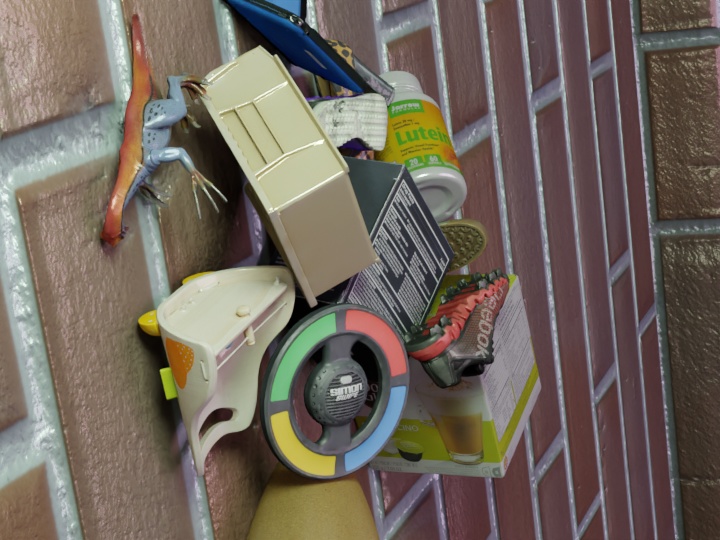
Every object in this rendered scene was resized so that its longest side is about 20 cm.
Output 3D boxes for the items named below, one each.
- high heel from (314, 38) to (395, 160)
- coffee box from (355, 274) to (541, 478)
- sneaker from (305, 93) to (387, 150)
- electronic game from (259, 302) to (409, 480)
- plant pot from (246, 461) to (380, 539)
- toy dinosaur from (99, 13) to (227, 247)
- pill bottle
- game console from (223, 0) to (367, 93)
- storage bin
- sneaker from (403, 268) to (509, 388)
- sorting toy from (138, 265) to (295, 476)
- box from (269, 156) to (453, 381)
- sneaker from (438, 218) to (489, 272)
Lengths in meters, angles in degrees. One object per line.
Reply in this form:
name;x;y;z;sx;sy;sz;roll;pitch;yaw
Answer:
high heel;-0.043;-0.186;1.791;0.142;0.071;0.200;34;68;-36
coffee box;0.111;0.137;1.919;0.200;0.199;0.198;-56;138;-50
sneaker;-0.041;-0.181;1.712;0.200;0.099;0.070;-6;100;-62
electronic game;-0.026;0.134;1.569;0.200;0.042;0.200;-9;106;-35
plant pot;-0.055;0.311;1.601;0.186;0.186;0.200;59;22;-48
toy dinosaur;-0.220;-0.117;1.391;0.200;0.105;0.182;46;49;-5
pill bottle;0.063;-0.165;1.879;0.111;0.111;0.200;52;18;-53
game console;-0.070;-0.316;1.649;0.118;0.171;0.200;-61;151;-2
storage bin;-0.077;-0.102;1.503;0.199;0.094;0.200;58;-5;30
sneaker;0.131;0.074;1.742;0.200;0.071;0.098;-44;110;-44
sorting toy;-0.150;0.110;1.474;0.200;0.107;0.180;-46;138;-59
box;0.000;0.000;1.719;0.199;0.123;0.200;-64;147;-23
sneaker;0.087;-0.028;1.891;0.067;0.200;0.090;61;27;-10
